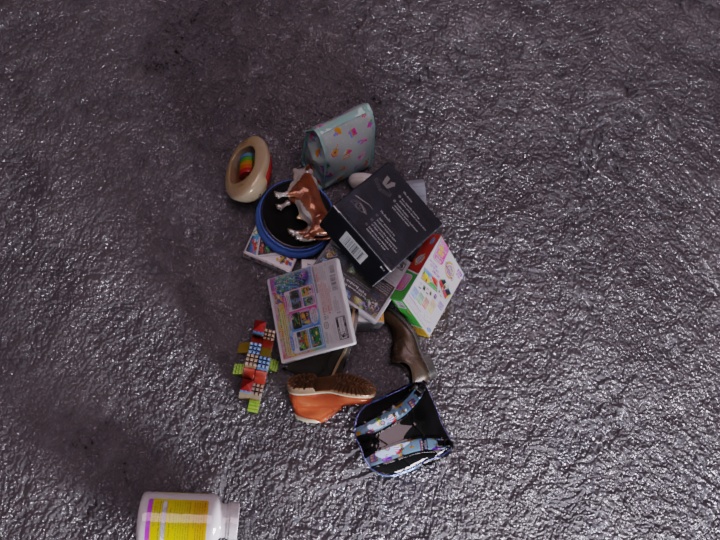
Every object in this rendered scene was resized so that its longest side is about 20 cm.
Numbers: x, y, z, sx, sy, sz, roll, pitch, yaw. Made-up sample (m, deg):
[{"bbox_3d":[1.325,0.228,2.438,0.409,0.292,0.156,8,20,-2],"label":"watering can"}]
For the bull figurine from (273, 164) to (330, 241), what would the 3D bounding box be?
[{"bbox_3d":[-0.135,-0.158,1.644,0.120,0.065,0.201,-24,77,-19],"label":"bull figurine"}]

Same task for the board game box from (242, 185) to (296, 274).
[{"bbox_3d":[-0.195,-0.100,1.705,0.125,0.035,0.202,23,67,-4],"label":"board game box"}]

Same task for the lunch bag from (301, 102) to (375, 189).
[{"bbox_3d":[-0.053,-0.323,1.725,0.169,0.201,0.122,-29,68,-19],"label":"lunch bag"}]

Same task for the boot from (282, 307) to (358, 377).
[{"bbox_3d":[-0.089,0.166,1.572,0.137,0.077,0.202,19,96,0],"label":"boot"}]

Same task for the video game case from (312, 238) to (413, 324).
[{"bbox_3d":[0.000,0.000,1.635,0.199,0.023,0.183,34,65,2],"label":"video game case"}]

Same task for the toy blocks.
[{"bbox_3d":[-0.229,0.202,1.530,0.099,0.137,0.202,12,68,-7],"label":"toy blocks"}]

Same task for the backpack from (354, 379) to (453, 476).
[{"bbox_3d":[0.081,0.365,1.535,0.198,0.135,0.184,-20,75,-19],"label":"backpack"}]

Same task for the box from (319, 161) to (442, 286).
[{"bbox_3d":[0.048,-0.108,1.601,0.200,0.117,0.197,-40,89,-28],"label":"box"}]

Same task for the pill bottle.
[{"bbox_3d":[-0.350,0.509,1.407,0.197,0.104,0.106,5,69,-9],"label":"pill bottle"}]

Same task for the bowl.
[{"bbox_3d":[-0.157,-0.130,1.685,0.198,0.039,0.203,4,70,-12],"label":"bowl"}]

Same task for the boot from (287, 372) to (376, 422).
[{"bbox_3d":[-0.061,0.291,1.540,0.197,0.075,0.109,0,113,8],"label":"boot"}]

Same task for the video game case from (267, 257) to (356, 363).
[{"bbox_3d":[-0.113,0.092,1.560,0.180,0.024,0.202,-17,74,15],"label":"video game case"}]

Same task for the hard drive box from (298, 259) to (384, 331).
[{"bbox_3d":[-0.049,0.062,1.654,0.197,0.077,0.158,1,69,-11],"label":"hard drive box"}]

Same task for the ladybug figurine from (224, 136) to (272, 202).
[{"bbox_3d":[-0.270,-0.246,1.704,0.072,0.135,0.202,40,39,-43],"label":"ladybug figurine"}]

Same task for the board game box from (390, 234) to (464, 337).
[{"bbox_3d":[0.168,0.037,1.680,0.201,0.040,0.153,-57,132,-24],"label":"board game box"}]

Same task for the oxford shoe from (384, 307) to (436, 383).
[{"bbox_3d":[0.099,0.182,1.643,0.084,0.073,0.201,-26,77,-18],"label":"oxford shoe"}]

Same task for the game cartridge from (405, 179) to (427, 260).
[{"bbox_3d":[0.106,-0.123,1.735,0.132,0.041,0.203,-9,98,-19],"label":"game cartridge"}]

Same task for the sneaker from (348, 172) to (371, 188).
[{"bbox_3d":[0.053,-0.181,1.768,0.198,0.073,0.085,25,64,-3],"label":"sneaker"}]
